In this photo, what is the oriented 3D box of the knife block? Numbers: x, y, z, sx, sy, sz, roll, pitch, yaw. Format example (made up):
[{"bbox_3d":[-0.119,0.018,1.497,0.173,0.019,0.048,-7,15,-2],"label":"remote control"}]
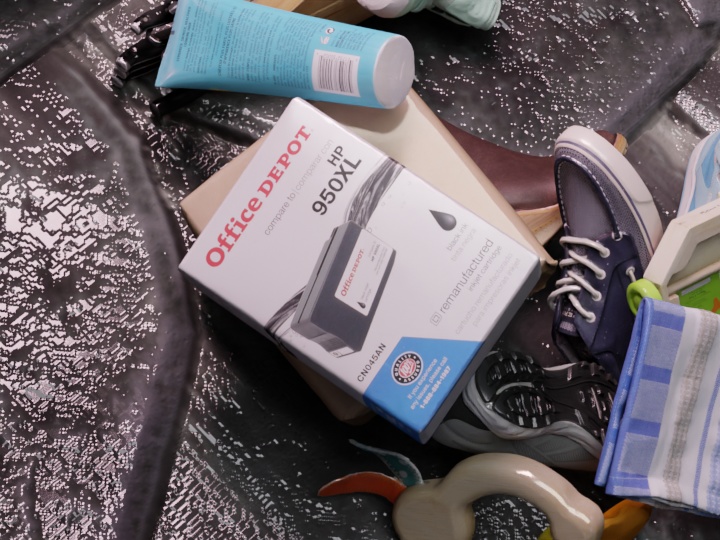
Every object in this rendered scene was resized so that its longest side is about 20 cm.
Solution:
[{"bbox_3d":[-0.090,-0.182,1.855,0.064,0.176,0.200,55,18,11],"label":"knife block"}]

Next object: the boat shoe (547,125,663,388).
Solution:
[{"bbox_3d":[0.172,-0.002,1.784,0.093,0.075,0.200,-43,121,-25],"label":"boat shoe"}]

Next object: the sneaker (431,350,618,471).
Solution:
[{"bbox_3d":[0.127,0.107,1.748,0.200,0.079,0.074,17,51,-43],"label":"sneaker"}]

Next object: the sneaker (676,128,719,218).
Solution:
[{"bbox_3d":[0.287,-0.041,1.851,0.079,0.131,0.200,14,63,-11],"label":"sneaker"}]

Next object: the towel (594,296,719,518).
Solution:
[{"bbox_3d":[0.255,0.106,1.756,0.200,0.024,0.147,15,88,-40],"label":"towel"}]

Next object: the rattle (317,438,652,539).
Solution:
[{"bbox_3d":[0.091,0.155,1.737,0.200,0.130,0.143,18,46,23],"label":"rattle"}]

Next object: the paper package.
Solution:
[{"bbox_3d":[0.004,-0.018,1.739,0.191,0.103,0.200,-38,81,-4],"label":"paper package"}]

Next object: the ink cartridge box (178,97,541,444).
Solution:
[{"bbox_3d":[0.000,0.000,1.641,0.200,0.084,0.145,34,86,8],"label":"ink cartridge box"}]

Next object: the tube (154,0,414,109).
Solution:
[{"bbox_3d":[-0.058,-0.152,1.712,0.200,0.050,0.078,13,83,32],"label":"tube"}]

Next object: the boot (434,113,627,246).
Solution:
[{"bbox_3d":[0.090,-0.084,1.845,0.166,0.072,0.200,45,65,5],"label":"boot"}]

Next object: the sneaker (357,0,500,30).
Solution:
[{"bbox_3d":[0.061,-0.220,1.854,0.118,0.074,0.200,30,20,-12],"label":"sneaker"}]

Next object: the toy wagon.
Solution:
[{"bbox_3d":[0.273,0.044,1.806,0.155,0.040,0.200,-24,118,-22],"label":"toy wagon"}]
